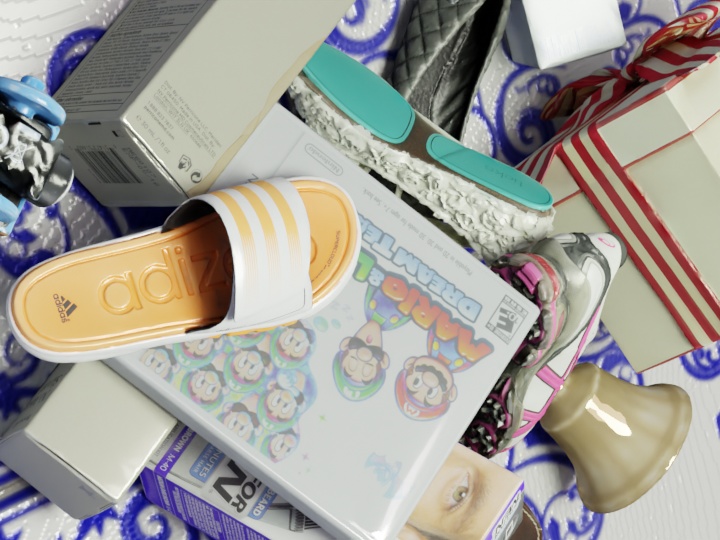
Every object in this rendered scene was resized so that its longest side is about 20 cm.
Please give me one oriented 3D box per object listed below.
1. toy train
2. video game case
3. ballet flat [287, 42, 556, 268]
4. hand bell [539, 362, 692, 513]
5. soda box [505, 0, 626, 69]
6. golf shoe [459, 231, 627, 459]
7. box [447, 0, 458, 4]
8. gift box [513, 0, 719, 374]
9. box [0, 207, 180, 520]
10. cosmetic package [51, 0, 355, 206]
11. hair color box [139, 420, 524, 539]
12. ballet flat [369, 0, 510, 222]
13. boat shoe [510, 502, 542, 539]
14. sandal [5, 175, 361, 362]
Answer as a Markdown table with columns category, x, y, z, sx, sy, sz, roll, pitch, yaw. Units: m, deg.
| category | x | y | z | sx | sy | sz | roll | pitch | yaw |
| --- | --- | --- | --- | --- | --- | --- | --- | --- | --- |
| toy train | -0.242 | -0.090 | 1.148 | 0.200 | 0.114 | 0.087 | 33 | 75 | -34 |
| video game case | -0.022 | 0.032 | 1.245 | 0.200 | 0.024 | 0.182 | 38 | 65 | -7 |
| ballet flat | 0.025 | -0.064 | 1.366 | 0.200 | 0.072 | 0.072 | 33 | 67 | 1 |
| hand bell | 0.114 | 0.063 | 1.470 | 0.200 | 0.104 | 0.104 | 39 | 67 | -21 |
| soda box | 0.112 | -0.235 | 1.447 | 0.063 | 0.068 | 0.200 | -18 | 104 | -8 |
| golf shoe | 0.108 | 0.051 | 1.387 | 0.092 | 0.200 | 0.073 | -22 | 65 | -32 |
| box | 0.082 | -0.269 | 1.336 | 0.200 | 0.122 | 0.106 | -44 | 103 | 5 |
| gift box | 0.218 | -0.062 | 1.444 | 0.200 | 0.185 | 0.187 | -36 | 94 | -46 |
| box | -0.118 | 0.041 | 1.263 | 0.068 | 0.082 | 0.200 | 40 | 64 | -9 |
| cosmetic package | -0.086 | -0.132 | 1.279 | 0.073 | 0.104 | 0.200 | 51 | 63 | -28 |
| hair color box | -0.017 | 0.126 | 1.286 | 0.109 | 0.200 | 0.065 | -54 | 162 | -24 |
| ballet flat | 0.046 | -0.099 | 1.414 | 0.066 | 0.057 | 0.200 | 18 | 83 | -36 |
| boat shoe | 0.049 | 0.153 | 1.417 | 0.200 | 0.070 | 0.070 | 25 | 82 | -38 |
| sandal | -0.085 | 0.000 | 1.186 | 0.207 | 0.059 | 0.079 | -19 | 82 | -24 |
